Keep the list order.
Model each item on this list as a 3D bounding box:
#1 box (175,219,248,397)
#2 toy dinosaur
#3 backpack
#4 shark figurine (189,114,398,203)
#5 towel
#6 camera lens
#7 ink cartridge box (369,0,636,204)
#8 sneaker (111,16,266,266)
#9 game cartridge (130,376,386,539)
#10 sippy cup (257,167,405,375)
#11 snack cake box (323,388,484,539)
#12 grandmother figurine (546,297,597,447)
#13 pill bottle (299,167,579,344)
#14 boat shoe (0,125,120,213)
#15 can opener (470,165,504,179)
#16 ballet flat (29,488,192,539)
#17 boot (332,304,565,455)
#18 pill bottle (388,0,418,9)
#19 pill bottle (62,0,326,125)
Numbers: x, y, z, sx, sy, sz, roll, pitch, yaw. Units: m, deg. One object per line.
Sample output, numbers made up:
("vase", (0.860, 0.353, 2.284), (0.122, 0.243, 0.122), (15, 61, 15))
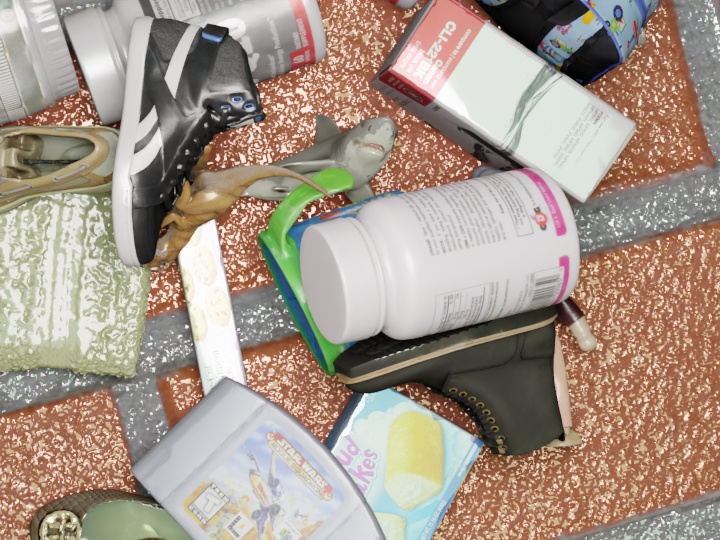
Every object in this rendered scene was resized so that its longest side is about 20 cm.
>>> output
("box", (-0.129, 0.034, 1.609), (0.041, 0.039, 0.200), (-10, 91, -5))
("toy dinosaur", (-0.120, -0.069, 1.535), (0.200, 0.060, 0.106), (-30, 115, 36))
("backpack", (0.173, -0.251, 1.569), (0.183, 0.200, 0.135), (43, 85, -4))
("shark figurine", (-0.060, -0.102, 1.614), (0.214, 0.128, 0.090), (-5, 59, 15))
("towel", (-0.248, -0.010, 1.595), (0.148, 0.036, 0.200), (4, 87, -7))
("camera lens", (-0.346, -0.186, 1.522), (0.200, 0.160, 0.160), (-18, 92, -7))
("ink cartridge box", (0.118, -0.141, 1.589), (0.200, 0.144, 0.084), (33, 87, -5))
("sneaker", (-0.132, -0.100, 1.468), (0.112, 0.073, 0.200), (4, 83, 2))
("game cartridge", (-0.078, 0.192, 1.557), (0.133, 0.042, 0.200), (-45, 81, 3))
("sippy cup", (0.000, 0.000, 1.575), (0.130, 0.178, 0.140), (-28, 73, -7))
("snack cake box", (0.005, 0.203, 1.610), (0.115, 0.067, 0.200), (30, 86, -7))
("grandmother figurine", (0.143, 0.055, 1.636), (0.121, 0.061, 0.200), (-3, 87, -5))
("pill bottle", (0.061, -0.009, 1.474), (0.200, 0.113, 0.113), (-12, 91, -21))
("boat shoe", (-0.286, -0.091, 1.528), (0.200, 0.076, 0.072), (-10, 80, 20))
("can opener", (0.101, 0.011, 1.602), (0.066, 0.053, 0.200), (9, 97, -10))
("ballet flat", (-0.182, 0.224, 1.596), (0.200, 0.046, 0.067), (5, 88, -7))
("boot", (0.084, 0.105, 1.538), (0.200, 0.077, 0.138), (-16, 107, -20))
("pill bottle", (-0.013, -0.321, 1.587), (0.200, 0.120, 0.120), (31, 86, -6))
("pill bottle", (-0.139, -0.198, 1.572), (0.200, 0.114, 0.114), (-21, 92, -7))
